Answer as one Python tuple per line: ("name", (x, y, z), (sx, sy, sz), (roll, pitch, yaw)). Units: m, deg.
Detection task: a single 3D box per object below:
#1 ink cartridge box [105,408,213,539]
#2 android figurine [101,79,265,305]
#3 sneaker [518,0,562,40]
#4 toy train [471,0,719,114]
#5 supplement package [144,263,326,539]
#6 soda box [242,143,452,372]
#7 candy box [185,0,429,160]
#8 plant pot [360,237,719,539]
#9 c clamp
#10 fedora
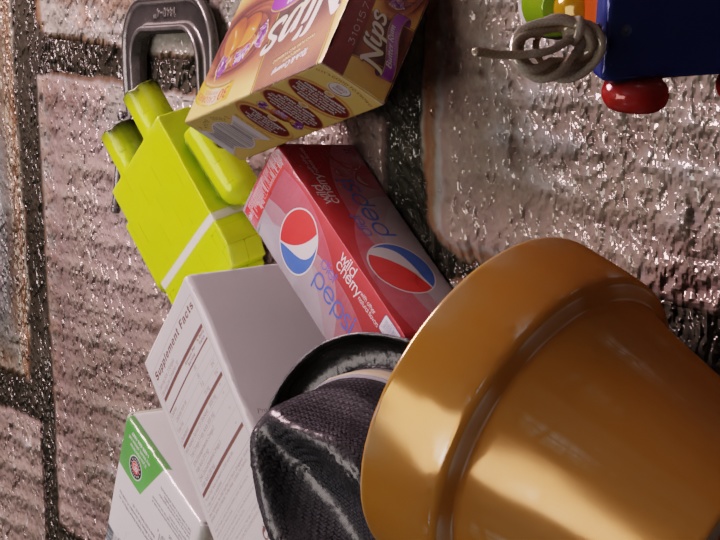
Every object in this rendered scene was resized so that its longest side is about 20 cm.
("ink cartridge box", (-0.136, 0.229, 1.744), (0.147, 0.083, 0.201), (49, 135, 44))
("android figurine", (-0.130, -0.041, 1.695), (0.201, 0.041, 0.182), (58, 146, 14))
("sneaker", (0.090, -0.222, 1.228), (0.076, 0.115, 0.202), (44, 133, 47))
("toy train", (0.117, -0.131, 1.124), (0.116, 0.199, 0.085), (30, 121, 59))
("supplement package", (-0.054, 0.107, 1.544), (0.201, 0.116, 0.118), (66, 147, 28))
("soda box", (0.000, 0.000, 1.472), (0.200, 0.070, 0.064), (56, 133, 37))
("candy box", (-0.032, -0.150, 1.461), (0.200, 0.056, 0.117), (-16, 47, 61))
("plant pot", (0.132, 0.111, 1.174), (0.183, 0.200, 0.201), (32, 125, 35))
("c clamp", (-0.154, -0.136, 1.762), (0.200, 0.027, 0.172), (-4, 88, 61))
("fedora", (-0.002, 0.135, 1.347), (0.200, 0.091, 0.202), (1, 92, 34))
